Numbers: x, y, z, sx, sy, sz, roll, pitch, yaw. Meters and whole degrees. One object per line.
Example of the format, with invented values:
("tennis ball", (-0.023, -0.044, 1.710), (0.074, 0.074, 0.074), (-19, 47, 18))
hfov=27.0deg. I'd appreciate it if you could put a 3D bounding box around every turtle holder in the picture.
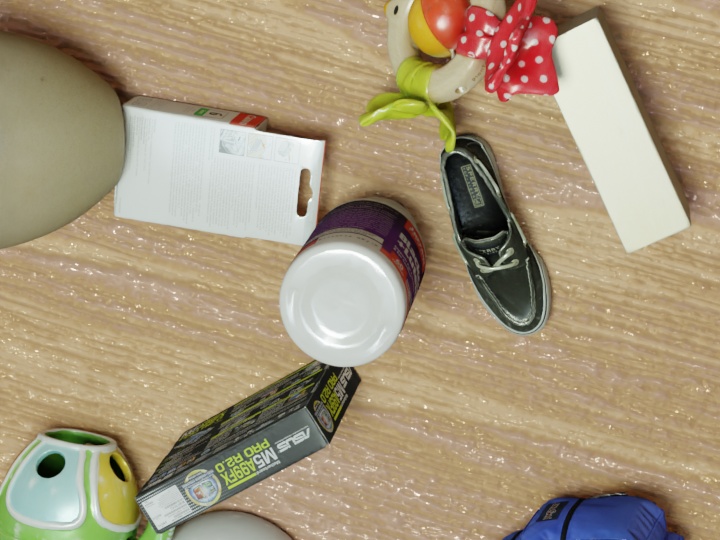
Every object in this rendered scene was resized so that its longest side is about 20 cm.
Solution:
("turtle holder", (-0.279, 0.235, 1.498), (0.184, 0.140, 0.134), (12, 95, 42))

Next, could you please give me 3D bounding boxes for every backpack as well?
("backpack", (0.203, 0.304, 1.427), (0.198, 0.162, 0.170), (-7, 97, 26))

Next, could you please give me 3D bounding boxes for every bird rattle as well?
("bird rattle", (0.077, -0.199, 1.290), (0.200, 0.112, 0.165), (-39, 58, 47))

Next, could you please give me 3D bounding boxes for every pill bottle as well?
("pill bottle", (0.000, 0.000, 1.342), (0.110, 0.200, 0.113), (3, 109, 9))

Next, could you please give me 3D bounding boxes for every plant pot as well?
("plant pot", (-0.293, -0.123, 1.384), (0.133, 0.200, 0.203), (-4, 111, -24))

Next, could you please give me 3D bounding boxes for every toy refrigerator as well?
("toy refrigerator", (0.221, -0.124, 1.327), (0.069, 0.076, 0.202), (-24, 102, 17))

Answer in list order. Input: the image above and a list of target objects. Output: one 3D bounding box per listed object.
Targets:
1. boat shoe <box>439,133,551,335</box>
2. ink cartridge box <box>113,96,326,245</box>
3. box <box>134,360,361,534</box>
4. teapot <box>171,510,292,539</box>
("boat shoe", (0.118, -0.025, 1.383), (0.070, 0.064, 0.202), (-21, 102, 17))
("ink cartridge box", (-0.130, -0.093, 1.418), (0.197, 0.050, 0.110), (10, 109, 7))
("box", (-0.104, 0.161, 1.435), (0.199, 0.160, 0.045), (-29, 99, 17))
("teapot", (-0.138, 0.351, 1.510), (0.197, 0.146, 0.200), (45, 109, -6))
